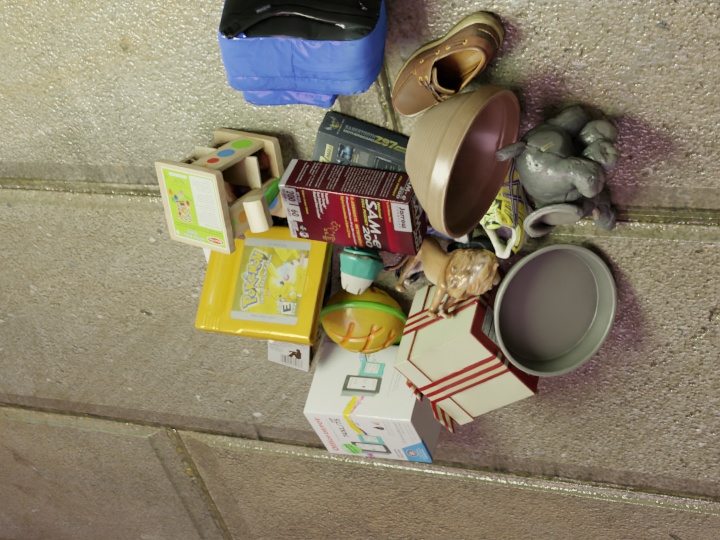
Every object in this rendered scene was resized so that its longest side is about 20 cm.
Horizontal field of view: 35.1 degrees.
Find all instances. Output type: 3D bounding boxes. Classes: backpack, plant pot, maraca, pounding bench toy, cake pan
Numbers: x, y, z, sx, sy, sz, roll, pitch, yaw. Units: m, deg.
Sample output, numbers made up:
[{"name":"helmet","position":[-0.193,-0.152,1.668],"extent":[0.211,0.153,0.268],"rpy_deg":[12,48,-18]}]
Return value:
[{"name":"backpack","position":[-0.063,-0.298,1.450],"extent":[0.198,0.164,0.168],"rpy_deg":[0,145,7]},{"name":"plant pot","position":[0.121,-0.150,1.473],"extent":[0.092,0.201,0.202],"rpy_deg":[24,143,24]},{"name":"maraca","position":[0.019,0.086,1.868],"extent":[0.136,0.108,0.199],"rpy_deg":[-13,154,39]},{"name":"pounding bench toy","position":[-0.166,-0.116,1.653],"extent":[0.199,0.156,0.125],"rpy_deg":[14,125,36]},{"name":"cake pan","position":[0.282,0.055,1.673],"extent":[0.200,0.200,0.037],"rpy_deg":[44,179,-23]}]

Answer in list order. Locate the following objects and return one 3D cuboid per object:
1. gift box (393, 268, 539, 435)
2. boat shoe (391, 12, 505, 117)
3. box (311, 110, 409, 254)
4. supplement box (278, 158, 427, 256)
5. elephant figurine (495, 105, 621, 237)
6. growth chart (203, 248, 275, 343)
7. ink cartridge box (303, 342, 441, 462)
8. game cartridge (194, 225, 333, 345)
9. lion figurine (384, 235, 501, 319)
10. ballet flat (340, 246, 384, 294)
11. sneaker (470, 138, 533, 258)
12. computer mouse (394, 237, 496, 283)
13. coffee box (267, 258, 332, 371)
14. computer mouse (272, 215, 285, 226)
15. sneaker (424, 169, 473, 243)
[{"name":"gift box","position":[0.174,0.130,1.779],"extent":[0.186,0.185,0.200],"rpy_deg":[-26,116,39]},{"name":"boat shoe","position":[0.103,-0.256,1.481],"extent":[0.072,0.068,0.200],"rpy_deg":[38,138,-17]},{"name":"box","position":[0.002,-0.126,1.681],"extent":[0.156,0.051,0.201],"rpy_deg":[19,140,5]},{"name":"supplement box","position":[-0.009,-0.091,1.637],"extent":[0.198,0.061,0.109],"rpy_deg":[8,139,19]},{"name":"elephant figurine","position":[0.267,-0.107,1.522],"extent":[0.154,0.142,0.201],"rpy_deg":[31,152,16]},{"name":"growth chart","position":[-0.205,0.018,1.863],"extent":[0.200,0.018,0.146],"rpy_deg":[37,144,43]},{"name":"ink cartridge box","position":[0.030,0.226,1.964],"extent":[0.198,0.147,0.147],"rpy_deg":[1,144,24]},{"name":"game cartridge","position":[-0.148,0.016,1.752],"extent":[0.198,0.178,0.032],"rpy_deg":[6,167,20]},{"name":"lion figurine","position":[0.117,-0.006,1.700],"extent":[0.200,0.072,0.123],"rpy_deg":[36,109,40]},{"name":"ballet flat","position":[0.000,0.000,1.696],"extent":[0.067,0.200,0.071],"rpy_deg":[15,95,1]},{"name":"sneaker","position":[0.194,-0.104,1.597],"extent":[0.075,0.077,0.201],"rpy_deg":[-6,129,32]},{"name":"computer mouse","position":[0.132,-0.013,1.759],"extent":[0.199,0.034,0.059],"rpy_deg":[-11,99,42]},{"name":"coffee box","position":[-0.100,0.055,1.877],"extent":[0.079,0.114,0.201],"rpy_deg":[15,138,9]},{"name":"computer mouse","position":[-0.209,-0.103,1.806],"extent":[0.199,0.046,0.141],"rpy_deg":[27,140,-4]},{"name":"sneaker","position":[0.116,-0.114,1.622],"extent":[0.076,0.076,0.201],"rpy_deg":[5,137,17]}]
